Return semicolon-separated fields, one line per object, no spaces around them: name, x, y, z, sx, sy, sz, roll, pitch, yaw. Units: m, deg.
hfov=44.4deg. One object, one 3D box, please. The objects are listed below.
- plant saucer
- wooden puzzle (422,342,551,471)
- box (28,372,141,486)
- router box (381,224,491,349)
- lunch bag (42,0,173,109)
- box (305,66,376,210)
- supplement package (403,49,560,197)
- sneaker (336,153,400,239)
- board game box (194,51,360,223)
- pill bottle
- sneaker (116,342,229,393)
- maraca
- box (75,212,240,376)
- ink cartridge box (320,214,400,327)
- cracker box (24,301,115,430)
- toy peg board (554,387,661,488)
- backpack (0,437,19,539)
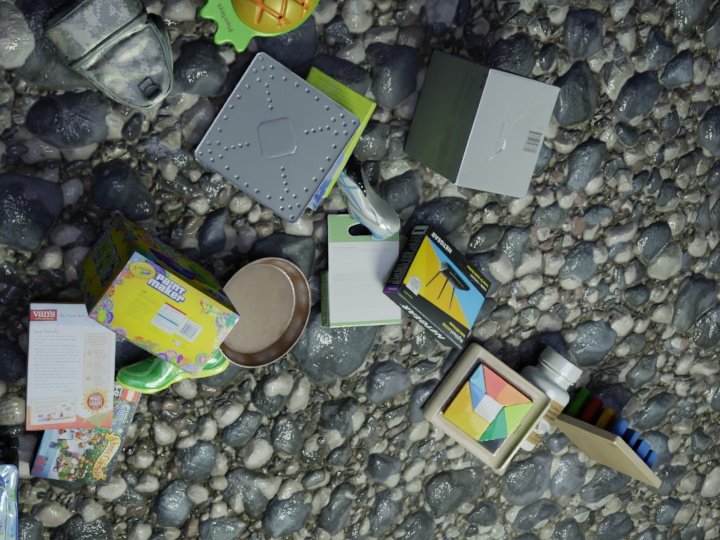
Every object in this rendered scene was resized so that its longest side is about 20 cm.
plant saucer;-0.176;0.070;1.536;0.199;0.034;0.202;-15;114;-35
wooden puzzle;0.251;0.274;1.763;0.200;0.037;0.185;37;95;6
box;-0.469;0.266;1.508;0.136;0.038;0.201;16;104;-27
router box;0.145;0.031;1.638;0.200;0.051;0.150;40;68;-33
lunch bag;-0.339;-0.316;1.239;0.139;0.200;0.168;-35;117;-3
box;-0.073;-0.215;1.448;0.121;0.048;0.201;30;99;3
supplement package;0.200;-0.251;1.495;0.146;0.200;0.192;9;108;-26
sneaker;-0.010;-0.133;1.528;0.072;0.072;0.200;-27;112;28
board game box;-0.132;-0.211;1.414;0.199;0.026;0.201;34;96;1
pill bottle;0.365;0.261;1.825;0.114;0.114;0.200;33;95;-30
sneaker;-0.323;0.150;1.509;0.199;0.074;0.084;-15;118;-28
maraca;-0.147;-0.416;1.330;0.199;0.107;0.138;-33;120;-8
box;-0.323;0.036;1.389;0.200;0.193;0.122;35;93;-31
ink cartridge box;0.000;0.000;1.601;0.145;0.048;0.202;-2;90;-23
cracker box;-0.466;0.151;1.417;0.133;0.058;0.202;3;90;-23
toy peg board;0.542;0.349;1.901;0.200;0.199;0.098;43;75;-31
backpack;-0.654;0.377;1.412;0.199;0.147;0.184;2;108;-21
